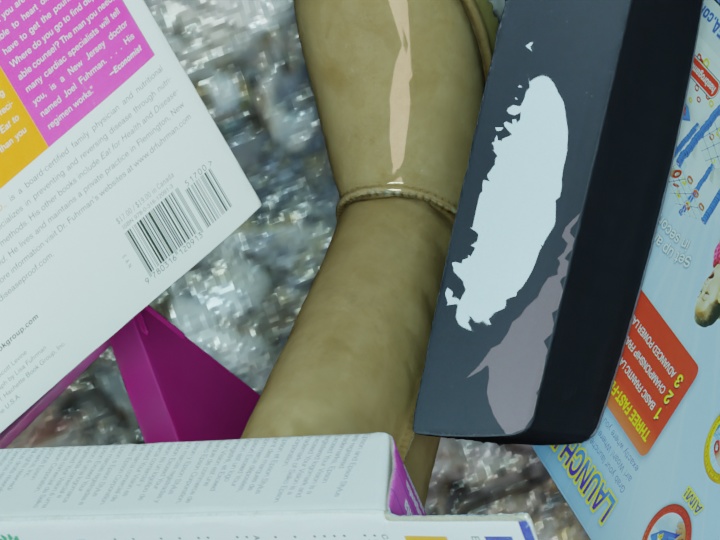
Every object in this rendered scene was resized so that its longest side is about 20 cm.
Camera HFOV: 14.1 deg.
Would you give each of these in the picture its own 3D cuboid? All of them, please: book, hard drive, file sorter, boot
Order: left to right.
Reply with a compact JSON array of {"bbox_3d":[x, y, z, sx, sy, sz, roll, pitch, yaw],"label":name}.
[{"bbox_3d":[-0.127,-0.061,0.888,0.134,0.048,0.200,-41,118,-23],"label":"book"},{"bbox_3d":[-0.046,0.135,1.042,0.125,0.139,0.200,-44,122,11],"label":"file sorter"},{"bbox_3d":[0.000,0.000,0.944,0.066,0.200,0.176,-6,127,25],"label":"boot"},{"bbox_3d":[0.070,-0.038,0.956,0.042,0.135,0.201,13,89,17],"label":"hard drive"}]

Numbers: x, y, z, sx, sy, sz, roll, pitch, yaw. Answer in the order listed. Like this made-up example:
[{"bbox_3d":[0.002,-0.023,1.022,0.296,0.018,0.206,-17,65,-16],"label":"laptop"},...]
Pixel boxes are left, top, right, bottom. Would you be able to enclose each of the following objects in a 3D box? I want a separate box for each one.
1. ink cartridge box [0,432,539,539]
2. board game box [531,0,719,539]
[{"bbox_3d":[-0.003,0.133,0.890,0.199,0.043,0.197,-4,128,27],"label":"ink cartridge box"},{"bbox_3d":[0.139,0.007,0.993,0.056,0.200,0.196,21,111,-28],"label":"board game box"}]
